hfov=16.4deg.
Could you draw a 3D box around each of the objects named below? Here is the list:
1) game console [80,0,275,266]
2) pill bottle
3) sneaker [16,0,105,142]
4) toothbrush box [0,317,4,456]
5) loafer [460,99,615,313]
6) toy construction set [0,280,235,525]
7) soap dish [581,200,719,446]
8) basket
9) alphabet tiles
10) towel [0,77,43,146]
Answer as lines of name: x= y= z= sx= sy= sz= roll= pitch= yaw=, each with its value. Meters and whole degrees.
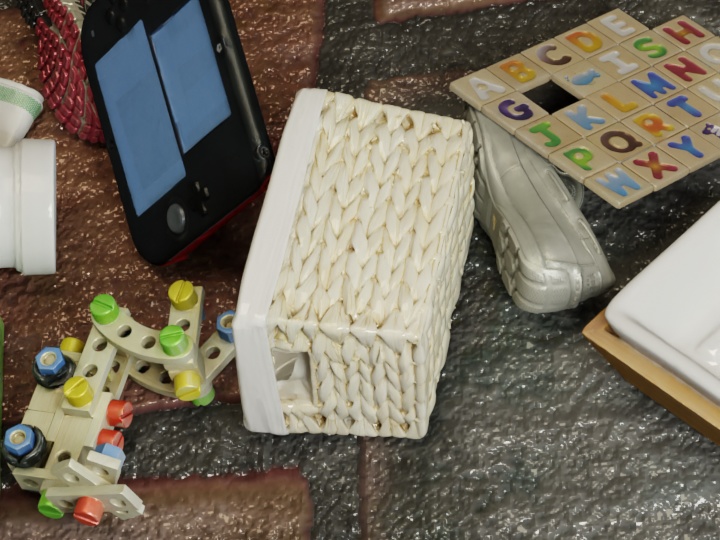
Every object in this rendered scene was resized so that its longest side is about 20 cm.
game console: x=-0.128 y=-0.118 z=1.711 sx=0.031 sy=0.177 sz=0.201 roll=-8 pitch=74 yaw=-32
pill bottle: x=-0.312 y=-0.043 z=1.735 sx=0.199 sy=0.116 sz=0.116 roll=0 pitch=50 yaw=-7
sneaker: x=-0.201 y=-0.182 z=1.868 sx=0.074 sy=0.081 sz=0.200 roll=0 pitch=53 yaw=-27
toothbrush box: x=-0.293 y=0.075 z=1.632 sx=0.086 sy=0.146 sz=0.200 roll=-11 pitch=51 yaw=4
loafer: x=0.115 y=-0.048 z=1.692 sx=0.070 sy=0.070 sz=0.200 roll=-6 pitch=47 yaw=-14
toy construction set: x=-0.159 y=0.094 z=1.628 sx=0.131 sy=0.092 sz=0.200 roll=6 pitch=43 yaw=18
soap dish: x=0.264 y=0.050 z=1.560 sx=0.157 sy=0.081 sz=0.200 roll=-41 pitch=53 yaw=-19
basket: x=0.000 y=0.000 z=1.629 sx=0.123 sy=0.136 sz=0.200 roll=9 pitch=54 yaw=9
alphabet tiles: x=0.189 y=-0.121 z=1.724 sx=0.200 sy=0.008 sz=0.167 roll=-26 pitch=48 yaw=-32
towel: x=-0.343 y=-0.077 z=1.844 sx=0.149 sy=0.031 sz=0.200 roll=17 pitch=58 yaw=26
